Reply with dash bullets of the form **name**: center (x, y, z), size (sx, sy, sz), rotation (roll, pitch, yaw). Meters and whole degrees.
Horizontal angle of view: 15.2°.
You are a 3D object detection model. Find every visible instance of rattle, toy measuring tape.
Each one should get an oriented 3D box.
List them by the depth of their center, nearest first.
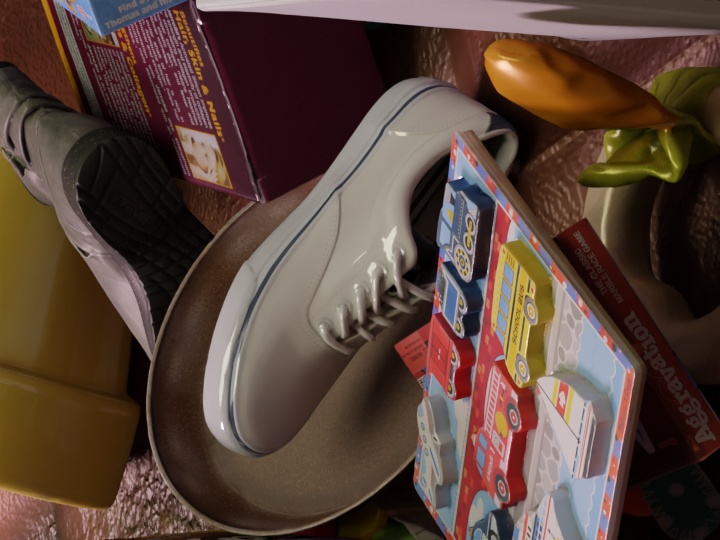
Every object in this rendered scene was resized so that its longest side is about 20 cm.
- **rattle**: center (0.098, 0.016, 1.090), size (0.130, 0.143, 0.200), rotation (36, 115, 31)
- **toy measuring tape**: center (0.013, 0.138, 1.281), size (0.200, 0.073, 0.074), rotation (41, 123, 50)

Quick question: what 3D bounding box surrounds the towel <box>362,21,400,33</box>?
- **towel**: center (0.020, -0.219, 1.322), size (0.147, 0.022, 0.201), rotation (-10, 79, 57)

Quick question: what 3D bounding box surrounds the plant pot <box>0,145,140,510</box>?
- **plant pot**: center (-0.210, 0.019, 1.538), size (0.201, 0.200, 0.189), rotation (15, 88, 57)

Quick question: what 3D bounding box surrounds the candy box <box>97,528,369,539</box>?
- **candy box**: center (-0.051, 0.151, 1.220), size (0.200, 0.117, 0.057), rotation (-5, 87, 50)

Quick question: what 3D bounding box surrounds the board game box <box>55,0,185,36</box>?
- **board game box**: center (-0.086, -0.174, 1.324), size (0.037, 0.151, 0.200), rotation (69, 168, -19)

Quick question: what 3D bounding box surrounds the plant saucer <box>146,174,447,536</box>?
- **plant saucer**: center (-0.016, 0.038, 1.294), size (0.200, 0.032, 0.201), rotation (-19, 54, 29)

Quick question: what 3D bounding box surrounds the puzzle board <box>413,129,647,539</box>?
- **puzzle board**: center (0.061, 0.066, 1.082), size (0.151, 0.017, 0.200), rotation (-123, 28, -43)

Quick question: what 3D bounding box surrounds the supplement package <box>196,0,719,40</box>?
- **supplement package**: center (0.058, -0.155, 1.089), size (0.156, 0.200, 0.111), rotation (5, 94, 58)

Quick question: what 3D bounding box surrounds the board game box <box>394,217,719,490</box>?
- **board game box**: center (0.078, 0.049, 1.118), size (0.103, 0.019, 0.200), rotation (56, 158, 2)

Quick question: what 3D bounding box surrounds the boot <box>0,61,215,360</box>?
- **boot**: center (-0.128, -0.023, 1.430), size (0.131, 0.068, 0.200), rotation (34, 157, 48)

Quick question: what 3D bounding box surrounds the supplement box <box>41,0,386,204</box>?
- **supplement box**: center (-0.077, -0.112, 1.372), size (0.200, 0.086, 0.111), rotation (18, 131, 59)

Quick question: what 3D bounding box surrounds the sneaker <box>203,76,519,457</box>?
- **sneaker**: center (0.000, 0.000, 1.231), size (0.071, 0.073, 0.200), rotation (23, 79, 48)
